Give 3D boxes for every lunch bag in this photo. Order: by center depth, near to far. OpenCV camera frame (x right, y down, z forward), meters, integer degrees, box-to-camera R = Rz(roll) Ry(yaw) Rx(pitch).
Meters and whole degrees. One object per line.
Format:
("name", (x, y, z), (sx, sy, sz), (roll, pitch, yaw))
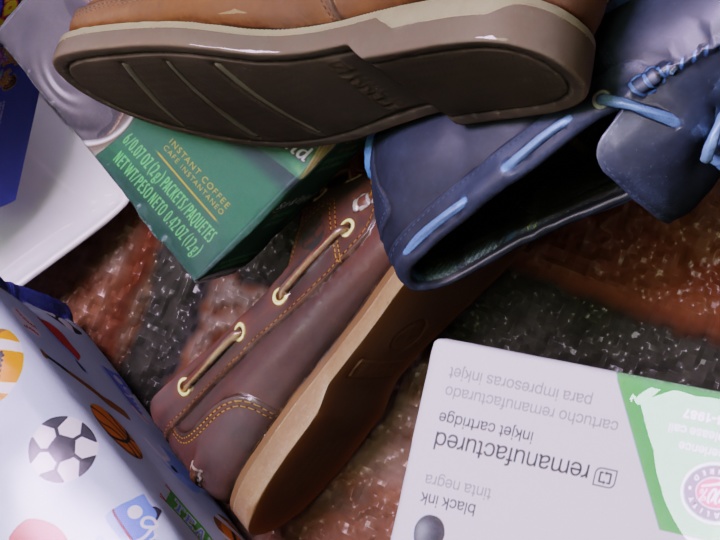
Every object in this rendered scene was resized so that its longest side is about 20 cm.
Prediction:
("lunch bag", (-0.151, 0.126, 0.950), (0.200, 0.124, 0.170), (-44, 64, 5))

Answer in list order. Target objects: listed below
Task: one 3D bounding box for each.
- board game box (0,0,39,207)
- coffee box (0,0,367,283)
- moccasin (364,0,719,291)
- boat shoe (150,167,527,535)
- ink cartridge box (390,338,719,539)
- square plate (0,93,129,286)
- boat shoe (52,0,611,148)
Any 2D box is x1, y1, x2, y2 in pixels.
("board game box", (-0.170, -0.133, 0.959), (0.134, 0.045, 0.200), (38, 131, 24))
("coffee box", (-0.022, -0.106, 0.884), (0.200, 0.044, 0.123), (-43, 80, 23))
("moccasin", (0.093, -0.042, 0.811), (0.200, 0.080, 0.068), (-25, 54, 34))
("boat shoe", (0.000, 0.000, 0.923), (0.200, 0.070, 0.070), (-49, 66, 11))
("ink cartridge box", (0.081, 0.136, 0.843), (0.146, 0.084, 0.201), (10, 85, 30))
("square plate", (-0.217, -0.027, 1.044), (0.200, 0.028, 0.198), (-40, 63, -5))
("boat shoe", (-0.008, -0.085, 0.826), (0.199, 0.072, 0.068), (1, 68, 32))
